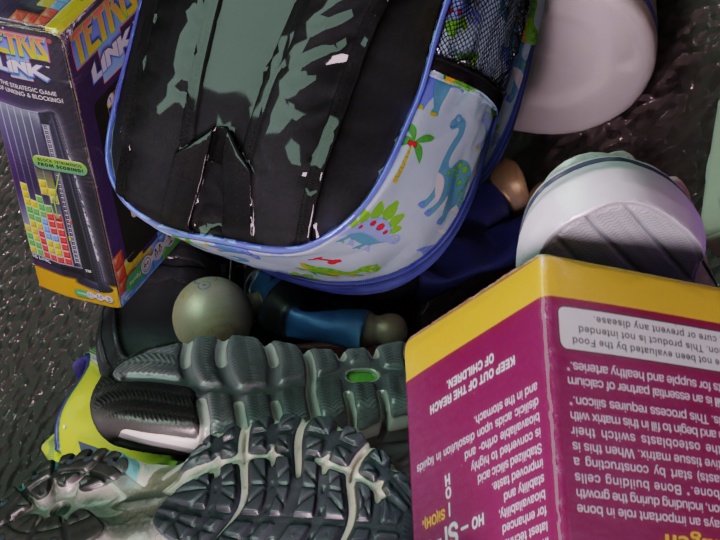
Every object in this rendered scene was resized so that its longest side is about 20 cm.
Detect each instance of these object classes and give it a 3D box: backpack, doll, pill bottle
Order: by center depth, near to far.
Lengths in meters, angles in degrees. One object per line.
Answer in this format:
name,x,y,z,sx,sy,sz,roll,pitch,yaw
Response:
backpack,-0.011,-0.093,0.944,0.182,0.147,0.201,14,83,33
doll,0.000,0.000,1.004,0.199,0.049,0.136,-20,26,-19
pill bottle,0.101,-0.181,1.083,0.113,0.114,0.201,-29,39,33

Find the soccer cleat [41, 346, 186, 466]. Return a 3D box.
soccer cleat,-0.126,0.106,1.046,0.083,0.065,0.201,-9,34,6

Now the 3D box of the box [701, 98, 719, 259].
box,0.240,-0.052,0.822,0.199,0.068,0.083,-19,45,43

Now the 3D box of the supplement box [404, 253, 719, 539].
supplement box,0.097,0.111,0.727,0.103,0.130,0.202,-36,49,53

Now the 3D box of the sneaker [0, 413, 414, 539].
sneaker,-0.054,0.116,0.827,0.199,0.087,0.078,-5,41,31

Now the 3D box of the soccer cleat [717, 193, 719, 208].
soccer cleat,0.209,0.001,0.744,0.200,0.066,0.077,51,140,32

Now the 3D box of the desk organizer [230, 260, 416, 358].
desk organizer,-0.022,-0.020,1.121,0.072,0.077,0.201,-33,37,29

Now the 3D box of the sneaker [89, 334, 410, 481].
sneaker,-0.018,0.093,0.894,0.198,0.116,0.075,-1,31,-2

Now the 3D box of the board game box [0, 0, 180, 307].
board game box,-0.105,-0.108,1.029,0.056,0.166,0.200,13,42,25

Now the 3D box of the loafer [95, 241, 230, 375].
loafer,-0.104,0.006,1.073,0.201,0.067,0.071,-93,8,-63

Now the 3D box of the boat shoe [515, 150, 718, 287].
boat shoe,0.099,-0.011,0.803,0.073,0.200,0.067,-21,66,8
